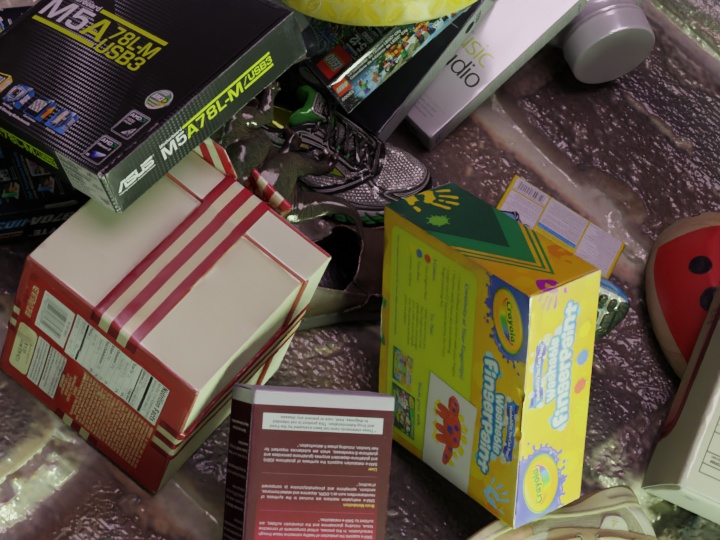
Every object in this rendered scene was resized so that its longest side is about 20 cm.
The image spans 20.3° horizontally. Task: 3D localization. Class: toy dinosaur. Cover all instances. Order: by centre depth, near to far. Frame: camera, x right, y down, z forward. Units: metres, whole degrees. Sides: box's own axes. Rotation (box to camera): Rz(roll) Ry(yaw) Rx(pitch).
[{"bbox_3d":[-0.083,-0.084,1.576,0.200,0.077,0.102,50,62,-13],"label":"toy dinosaur"}]

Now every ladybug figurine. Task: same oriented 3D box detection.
[{"bbox_3d":[0.316,0.030,1.723,0.135,0.072,0.201,4,56,-20],"label":"ladybug figurine"}]

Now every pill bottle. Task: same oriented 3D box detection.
[{"bbox_3d":[0.198,-0.278,1.863,0.111,0.112,0.201,-8,60,-27],"label":"pill bottle"}]

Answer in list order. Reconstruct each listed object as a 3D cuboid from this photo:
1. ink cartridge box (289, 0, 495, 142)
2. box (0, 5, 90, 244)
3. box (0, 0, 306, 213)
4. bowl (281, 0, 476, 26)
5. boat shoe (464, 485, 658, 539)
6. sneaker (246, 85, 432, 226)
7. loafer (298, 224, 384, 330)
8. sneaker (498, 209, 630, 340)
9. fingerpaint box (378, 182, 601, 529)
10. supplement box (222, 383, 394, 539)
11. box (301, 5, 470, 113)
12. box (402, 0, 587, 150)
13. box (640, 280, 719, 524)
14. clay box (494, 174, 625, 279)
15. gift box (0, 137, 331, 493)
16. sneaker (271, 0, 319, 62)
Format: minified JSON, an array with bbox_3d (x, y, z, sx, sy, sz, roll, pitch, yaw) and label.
[{"bbox_3d":[0.037,-0.213,1.735,0.099,0.039,0.200,35,78,11],"label":"ink cartridge box"},{"bbox_3d":[-0.303,-0.114,1.584,0.158,0.046,0.201,-10,62,-29],"label":"box"},{"bbox_3d":[-0.173,-0.149,1.460,0.199,0.048,0.193,30,65,38],"label":"box"},{"bbox_3d":[0.017,-0.292,1.601,0.198,0.108,0.201,-2,37,1],"label":"bowl"},{"bbox_3d":[0.143,0.219,1.523,0.199,0.073,0.063,-10,56,-36],"label":"boat shoe"},{"bbox_3d":[-0.032,-0.102,1.663,0.198,0.085,0.078,19,52,-10],"label":"sneaker"},{"bbox_3d":[0.000,0.000,1.614,0.199,0.071,0.073,-17,65,-31],"label":"loafer"},{"bbox_3d":[0.128,-0.012,1.612,0.199,0.079,0.090,23,47,-8],"label":"sneaker"},{"bbox_3d":[0.092,0.061,1.493,0.073,0.202,0.166,-20,36,-33],"label":"fingerpaint box"},{"bbox_3d":[-0.040,0.184,1.415,0.108,0.061,0.202,5,88,-19],"label":"supplement box"},{"bbox_3d":[-0.010,-0.235,1.697,0.136,0.038,0.200,-41,43,1],"label":"box"},{"bbox_3d":[0.083,-0.224,1.773,0.200,0.036,0.144,-43,78,-11],"label":"box"},{"bbox_3d":[0.326,0.107,1.600,0.127,0.109,0.201,25,80,-6],"label":"box"},{"bbox_3d":[0.133,0.025,1.667,0.114,0.048,0.201,32,52,1],"label":"clay box"},{"bbox_3d":[-0.148,0.011,1.475,0.200,0.185,0.187,42,54,4],"label":"gift box"},{"bbox_3d":[-0.073,-0.230,1.672,0.070,0.073,0.201,-11,46,-2],"label":"sneaker"}]
